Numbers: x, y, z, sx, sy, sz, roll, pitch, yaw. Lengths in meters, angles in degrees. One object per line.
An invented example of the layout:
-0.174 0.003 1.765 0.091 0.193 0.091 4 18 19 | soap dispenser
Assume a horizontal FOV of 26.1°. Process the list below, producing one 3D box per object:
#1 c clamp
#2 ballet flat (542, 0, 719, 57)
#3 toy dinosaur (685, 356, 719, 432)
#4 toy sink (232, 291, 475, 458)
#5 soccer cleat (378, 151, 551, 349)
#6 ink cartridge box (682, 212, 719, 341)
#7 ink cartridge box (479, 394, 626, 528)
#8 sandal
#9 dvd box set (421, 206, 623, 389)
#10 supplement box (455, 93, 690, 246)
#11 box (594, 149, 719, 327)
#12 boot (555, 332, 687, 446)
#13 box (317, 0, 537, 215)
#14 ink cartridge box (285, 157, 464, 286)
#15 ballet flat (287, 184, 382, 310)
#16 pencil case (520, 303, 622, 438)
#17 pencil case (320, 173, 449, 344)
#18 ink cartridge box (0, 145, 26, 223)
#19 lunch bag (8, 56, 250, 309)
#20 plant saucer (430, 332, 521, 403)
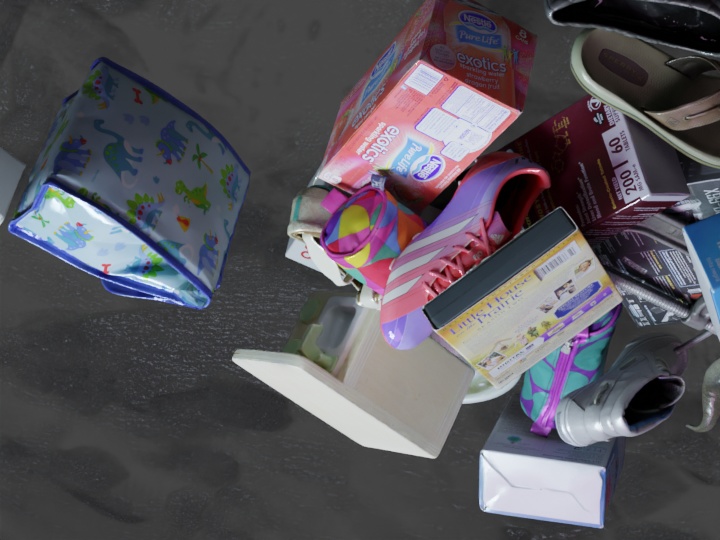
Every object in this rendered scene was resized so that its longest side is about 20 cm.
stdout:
0.276 0.010 1.442 0.200 0.027 0.171 28 144 -19 | c clamp
0.242 -0.195 1.233 0.200 0.057 0.066 13 146 5 | ballet flat
0.405 0.108 1.591 0.102 0.077 0.200 43 143 -16 | toy dinosaur
-0.006 0.092 1.571 0.200 0.112 0.130 36 160 -30 | toy sink
0.087 -0.017 1.325 0.067 0.200 0.076 43 166 -32 | soccer cleat
0.398 -0.003 1.347 0.200 0.086 0.146 -21 135 9 | ink cartridge box
0.218 0.200 1.708 0.136 0.200 0.076 7 110 15 | ink cartridge box
0.267 -0.143 1.268 0.201 0.080 0.057 22 162 -7 | sandal
0.145 0.029 1.348 0.146 0.029 0.200 -37 153 6 | dvd box set
0.182 -0.075 1.366 0.061 0.109 0.200 -3 160 -42 | supplement box
0.297 -0.029 1.447 0.158 0.050 0.200 -10 138 32 | box
0.287 0.117 1.530 0.096 0.200 0.074 -10 107 50 | boot
0.057 -0.141 1.350 0.103 0.095 0.200 26 145 -14 | box
0.045 -0.039 1.506 0.200 0.083 0.147 23 144 -9 | ink cartridge box
0.000 0.000 1.451 0.067 0.062 0.200 -16 133 43 | ballet flat
0.214 0.085 1.599 0.085 0.092 0.200 19 145 13 | pencil case
0.053 -0.002 1.402 0.088 0.088 0.200 -19 135 40 | pencil case
-0.473 -0.112 1.614 0.200 0.084 0.144 39 139 -27 | ink cartridge box
-0.209 -0.075 1.484 0.200 0.170 0.127 28 143 -19 | lunch bag
0.080 0.070 1.673 0.200 0.050 0.200 11 146 8 | plant saucer
